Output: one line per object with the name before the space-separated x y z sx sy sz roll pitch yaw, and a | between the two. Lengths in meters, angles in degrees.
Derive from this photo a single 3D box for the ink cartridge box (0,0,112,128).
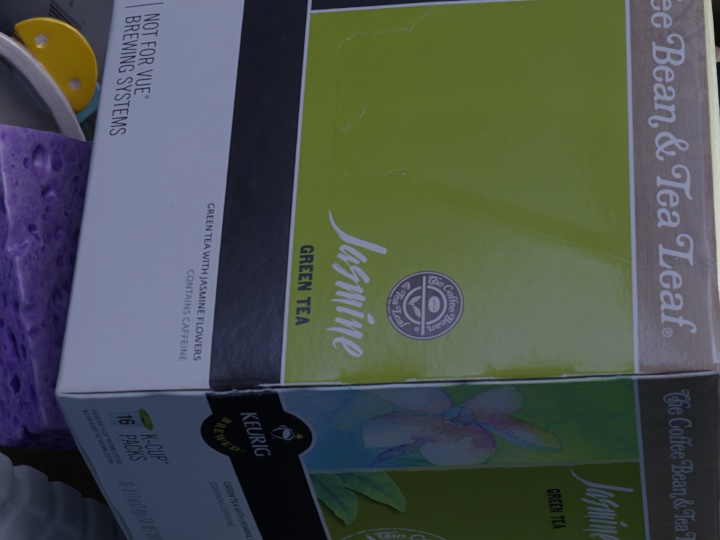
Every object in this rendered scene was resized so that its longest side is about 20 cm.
ink cartridge box | -0.123 -0.166 0.978 0.200 0.147 0.083 43 53 18

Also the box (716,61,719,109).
box | 0.159 0.029 0.897 0.200 0.196 0.118 44 49 -25

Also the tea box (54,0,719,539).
tea box | 0.020 -0.015 0.721 0.196 0.134 0.200 -2 56 10

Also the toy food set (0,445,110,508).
toy food set | -0.080 0.099 0.836 0.198 0.049 0.200 12 43 -26

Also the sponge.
sponge | -0.059 0.013 0.825 0.200 0.030 0.112 7 65 -48

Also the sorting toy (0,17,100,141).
sorting toy | -0.183 -0.079 0.901 0.200 0.107 0.180 21 10 -9

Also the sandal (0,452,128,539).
sandal | -0.097 0.118 0.731 0.203 0.050 0.083 42 35 -22

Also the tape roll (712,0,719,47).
tape roll | 0.174 -0.149 1.150 0.202 0.203 0.139 24 40 -12

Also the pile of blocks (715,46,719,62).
pile of blocks | 0.172 -0.087 1.063 0.200 0.062 0.082 33 5 -6
